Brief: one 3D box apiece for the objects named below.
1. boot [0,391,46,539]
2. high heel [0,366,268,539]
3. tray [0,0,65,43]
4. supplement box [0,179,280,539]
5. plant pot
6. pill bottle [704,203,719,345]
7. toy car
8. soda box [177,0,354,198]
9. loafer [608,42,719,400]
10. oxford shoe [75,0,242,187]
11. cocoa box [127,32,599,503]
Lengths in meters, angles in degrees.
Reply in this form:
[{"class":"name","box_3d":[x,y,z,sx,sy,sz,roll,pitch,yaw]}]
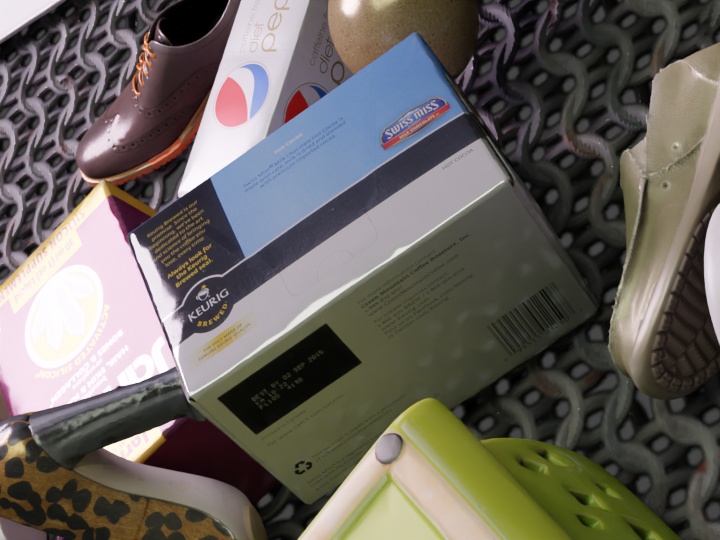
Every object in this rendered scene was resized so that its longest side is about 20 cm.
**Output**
[{"class":"boot","box_3d":[-0.267,0.119,1.268,0.090,0.073,0.201,-27,53,20]},{"class":"high heel","box_3d":[-0.125,0.158,1.046,0.141,0.201,0.071,-19,16,5]},{"class":"tray","box_3d":[-0.289,-0.206,1.492,0.199,0.022,0.108,-27,54,28]},{"class":"supplement box","box_3d":[-0.136,0.067,1.162,0.131,0.103,0.201,-44,48,13]},{"class":"plant pot","box_3d":[0.059,0.190,0.878,0.200,0.181,0.199,-50,45,7]},{"class":"pill bottle","box_3d":[0.263,-0.005,0.851,0.199,0.112,0.113,-16,58,33]},{"class":"toy car","box_3d":[0.039,-0.162,1.108,0.157,0.202,0.164,-24,30,-31]},{"class":"soda box","box_3d":[-0.044,-0.122,1.206,0.063,0.068,0.202,4,71,41]},{"class":"loafer","box_3d":[0.164,-0.027,0.979,0.068,0.076,0.201,1,60,42]},{"class":"oxford shoe","box_3d":[-0.129,-0.135,1.282,0.200,0.072,0.071,-42,48,17]},{"class":"cocoa box","box_3d":[0.000,0.000,1.036,0.199,0.133,0.132,-34,47,7]}]
